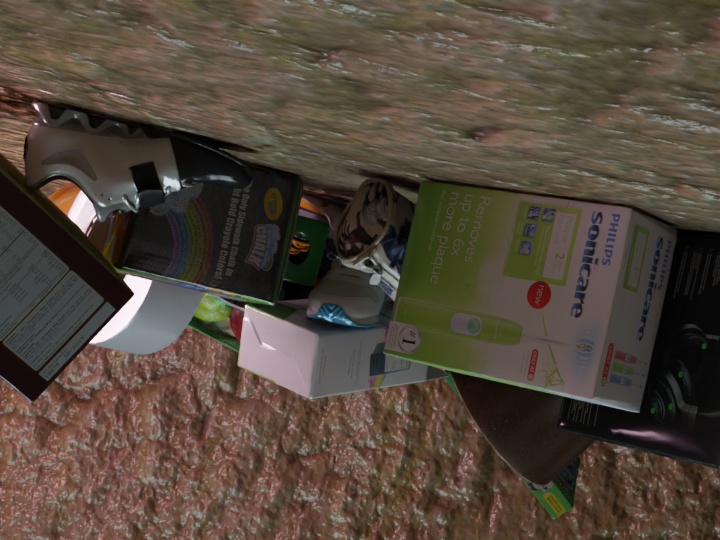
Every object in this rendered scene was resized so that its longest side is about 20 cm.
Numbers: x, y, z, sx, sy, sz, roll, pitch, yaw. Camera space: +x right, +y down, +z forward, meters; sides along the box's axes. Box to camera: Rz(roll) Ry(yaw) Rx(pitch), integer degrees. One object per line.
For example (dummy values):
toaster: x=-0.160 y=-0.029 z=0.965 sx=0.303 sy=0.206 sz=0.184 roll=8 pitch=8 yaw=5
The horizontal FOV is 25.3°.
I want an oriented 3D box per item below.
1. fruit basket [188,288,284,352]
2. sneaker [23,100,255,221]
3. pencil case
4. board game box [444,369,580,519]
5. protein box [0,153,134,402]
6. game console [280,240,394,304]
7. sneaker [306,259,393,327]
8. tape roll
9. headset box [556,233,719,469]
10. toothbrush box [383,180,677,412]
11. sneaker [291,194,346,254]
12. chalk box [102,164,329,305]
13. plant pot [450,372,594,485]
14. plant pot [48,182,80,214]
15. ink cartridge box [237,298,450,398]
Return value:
fruit basket: x=-0.119 y=0.040 z=1.749 sx=0.185 sy=0.094 sz=0.199 roll=31 pitch=170 yaw=-40
sneaker: x=-0.192 y=-0.080 z=1.378 sx=0.198 sy=0.089 sz=0.074 roll=11 pitch=176 yaw=-3
pencil case: x=0.061 y=0.009 z=1.390 sx=0.077 sy=0.090 sz=0.200 roll=-19 pitch=134 yaw=41
board game box: x=0.170 y=0.164 z=1.773 sx=0.201 sy=0.029 sz=0.135 roll=53 pitch=-160 yaw=-6
protein box: x=-0.339 y=-0.024 z=1.429 sx=0.200 sy=0.135 sz=0.198 roll=46 pitch=176 yaw=-32
game console: x=-0.038 y=0.002 z=1.768 sx=0.199 sy=0.031 sz=0.178 roll=11 pitch=135 yaw=43
sneaker: x=0.000 y=0.000 z=1.569 sx=0.076 sy=0.082 sz=0.200 roll=11 pitch=-160 yaw=14
tape roll: x=-0.244 y=-0.015 z=1.714 sx=0.070 sy=0.205 sz=0.201 roll=15 pitch=176 yaw=-41
headset box: x=0.268 y=0.063 z=1.264 sx=0.092 sy=0.176 sz=0.199 roll=15 pitch=175 yaw=-34
toothbrush box: x=0.132 y=0.018 z=1.262 sx=0.199 sy=0.147 sz=0.086 roll=11 pitch=176 yaw=37
sneaker: x=-0.083 y=-0.044 z=1.674 sx=0.078 sy=0.078 sz=0.199 roll=17 pitch=174 yaw=-39
chalk box: x=-0.132 y=-0.039 z=1.524 sx=0.198 sy=0.126 sz=0.124 roll=15 pitch=176 yaw=-18
plant pot: x=0.223 y=0.092 z=1.669 sx=0.199 sy=0.188 sz=0.186 roll=-35 pitch=156 yaw=19
plant pot: x=-0.299 y=-0.030 z=1.946 sx=0.198 sy=0.202 sz=0.183 roll=14 pitch=162 yaw=-20
ink cartridge box: x=-0.009 y=0.070 z=1.600 sx=0.199 sy=0.068 sz=0.117 roll=-4 pitch=-163 yaw=-44
